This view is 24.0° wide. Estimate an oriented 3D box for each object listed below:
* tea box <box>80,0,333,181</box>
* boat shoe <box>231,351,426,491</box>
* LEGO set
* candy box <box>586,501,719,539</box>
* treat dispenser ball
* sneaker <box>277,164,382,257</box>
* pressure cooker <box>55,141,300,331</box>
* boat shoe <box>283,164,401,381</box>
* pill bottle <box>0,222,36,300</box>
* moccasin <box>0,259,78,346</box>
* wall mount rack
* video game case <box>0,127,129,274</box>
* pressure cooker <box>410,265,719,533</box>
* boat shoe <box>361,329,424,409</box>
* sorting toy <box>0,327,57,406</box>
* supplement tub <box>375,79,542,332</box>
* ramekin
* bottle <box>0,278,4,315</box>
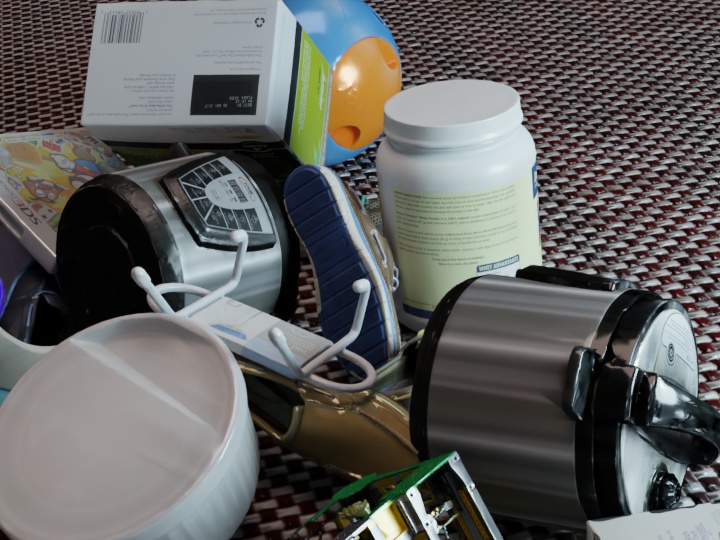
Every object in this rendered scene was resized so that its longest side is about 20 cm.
[{"bbox_3d":[-0.150,-0.178,1.728,0.198,0.135,0.197,2,-14,15],"label":"tea box"},{"bbox_3d":[-0.035,0.117,1.284,0.198,0.072,0.076,23,14,19],"label":"boat shoe"},{"bbox_3d":[0.011,0.214,1.109,0.153,0.117,0.200,-26,5,38],"label":"LEGO set"},{"bbox_3d":[0.254,0.214,1.049,0.197,0.072,0.168,-7,25,-3],"label":"candy box"},{"bbox_3d":[-0.052,-0.219,1.917,0.198,0.203,0.201,-5,24,2],"label":"treat dispenser ball"},{"bbox_3d":[-0.039,-0.063,1.707,0.197,0.092,0.078,-6,25,1],"label":"sneaker"},{"bbox_3d":[-0.151,-0.018,1.521,0.199,0.178,0.178,-15,23,-43],"label":"pressure cooker"},{"bbox_3d":[0.000,0.000,1.485,0.072,0.202,0.072,-26,-15,31],"label":"boat shoe"},{"bbox_3d":[-0.316,-0.039,1.701,0.108,0.111,0.200,5,27,23],"label":"pill bottle"},{"bbox_3d":[-0.286,0.055,1.540,0.067,0.081,0.201,-10,36,20],"label":"moccasin"},{"bbox_3d":[-0.083,0.031,1.273,0.198,0.075,0.174,22,23,18],"label":"wall mount rack"},{"bbox_3d":[-0.280,-0.072,1.636,0.182,0.023,0.199,43,28,22],"label":"video game case"},{"bbox_3d":[0.155,0.097,1.190,0.198,0.181,0.176,6,29,31],"label":"pressure cooker"},{"bbox_3d":[0.061,0.085,1.393,0.071,0.061,0.201,10,29,32],"label":"boat shoe"},{"bbox_3d":[-0.330,0.072,1.353,0.198,0.181,0.108,5,56,26],"label":"sorting toy"},{"bbox_3d":[0.089,-0.056,1.525,0.143,0.202,0.145,-5,24,2],"label":"supplement tub"},{"bbox_3d":[-0.163,0.137,1.222,0.200,0.095,0.204,-12,48,14],"label":"ramekin"},{"bbox_3d":[-0.382,0.037,1.518,0.083,0.066,0.199,21,-20,-24],"label":"bottle"}]
